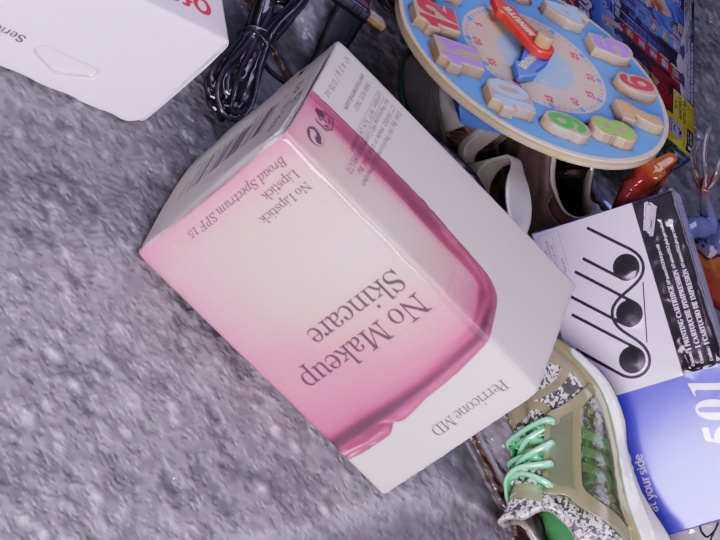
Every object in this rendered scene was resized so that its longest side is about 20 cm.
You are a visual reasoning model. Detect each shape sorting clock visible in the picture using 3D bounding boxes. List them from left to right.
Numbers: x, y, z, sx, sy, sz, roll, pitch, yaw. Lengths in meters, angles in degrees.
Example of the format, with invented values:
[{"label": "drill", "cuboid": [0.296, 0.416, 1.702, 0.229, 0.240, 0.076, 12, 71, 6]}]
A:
[{"label": "shape sorting clock", "cuboid": [0.112, -0.136, 1.595, 0.199, 0.039, 0.201, 18, 35, -13]}]

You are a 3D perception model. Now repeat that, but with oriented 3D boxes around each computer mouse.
[{"label": "computer mouse", "cuboid": [-0.002, -0.095, 1.510, 0.199, 0.046, 0.141, 32, 53, -16]}]

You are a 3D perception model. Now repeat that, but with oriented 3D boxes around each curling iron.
[{"label": "curling iron", "cuboid": [0.002, -0.162, 1.603, 0.050, 0.026, 0.200, 45, 34, -7]}]

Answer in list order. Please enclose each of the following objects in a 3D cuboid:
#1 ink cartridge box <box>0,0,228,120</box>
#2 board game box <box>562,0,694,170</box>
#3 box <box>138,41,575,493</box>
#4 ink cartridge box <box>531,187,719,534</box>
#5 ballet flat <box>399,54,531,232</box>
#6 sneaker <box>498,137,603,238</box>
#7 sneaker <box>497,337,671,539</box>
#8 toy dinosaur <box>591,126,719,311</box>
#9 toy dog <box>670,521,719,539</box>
[{"label": "ink cartridge box", "cuboid": [-0.161, -0.203, 1.383, 0.144, 0.084, 0.201, 22, 45, -39]}, {"label": "board game box", "cuboid": [0.153, -0.184, 1.781, 0.200, 0.062, 0.201, 38, 35, -22]}, {"label": "box", "cuboid": [0.000, 0.000, 1.360, 0.200, 0.128, 0.109, 45, 34, -13]}, {"label": "ink cartridge box", "cuboid": [0.179, 0.060, 1.516, 0.044, 0.093, 0.201, 13, 61, -77]}, {"label": "ballet flat", "cuboid": [0.075, -0.068, 1.576, 0.067, 0.064, 0.201, 21, 44, -39]}, {"label": "sneaker", "cuboid": [0.124, -0.085, 1.642, 0.070, 0.075, 0.201, 15, 49, -44]}, {"label": "sneaker", "cuboid": [0.113, 0.122, 1.449, 0.088, 0.077, 0.201, -5, 62, -44]}, {"label": "toy dinosaur", "cuboid": [0.226, -0.022, 1.668, 0.201, 0.105, 0.181, 60, 26, 8]}, {"label": "toy dog", "cuboid": [0.241, 0.098, 1.601, 0.131, 0.096, 0.201, 24, 43, -37]}]
